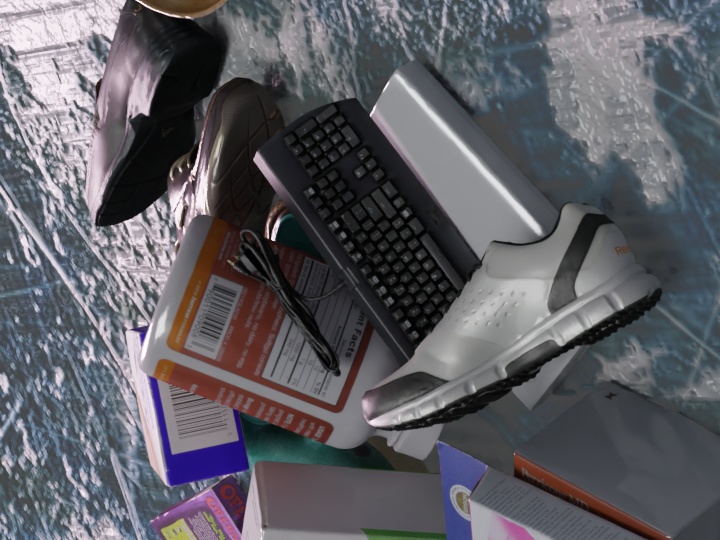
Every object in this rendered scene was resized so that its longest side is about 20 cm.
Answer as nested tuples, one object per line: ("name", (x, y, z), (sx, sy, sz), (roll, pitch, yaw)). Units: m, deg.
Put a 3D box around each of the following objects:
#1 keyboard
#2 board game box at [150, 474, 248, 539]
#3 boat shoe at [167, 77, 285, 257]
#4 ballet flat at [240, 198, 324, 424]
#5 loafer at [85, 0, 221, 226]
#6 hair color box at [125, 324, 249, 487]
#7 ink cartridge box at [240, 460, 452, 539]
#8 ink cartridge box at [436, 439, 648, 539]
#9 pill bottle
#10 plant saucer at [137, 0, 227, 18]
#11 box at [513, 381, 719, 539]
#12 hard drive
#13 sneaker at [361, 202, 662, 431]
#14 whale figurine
("keyboard", (0.000, 0.000, 1.409), (0.200, 0.127, 0.021), (53, 176, 5))
("board game box", (-0.085, 0.268, 1.826), (0.201, 0.032, 0.120), (58, 149, -1))
("boat shoe", (-0.103, -0.055, 1.570), (0.073, 0.074, 0.201), (36, 138, 27))
("ballet flat", (-0.044, 0.019, 1.563), (0.070, 0.065, 0.201), (20, 128, 0))
("loafer", (-0.158, -0.113, 1.604), (0.072, 0.073, 0.200), (51, 135, 23))
("hair color box", (-0.127, 0.091, 1.623), (0.200, 0.064, 0.110), (170, 90, -83))
("ink cartridge box", (-0.013, 0.237, 1.521), (0.084, 0.145, 0.201), (-104, 21, -60))
("ink cartridge box", (0.116, 0.224, 1.379), (0.199, 0.043, 0.197), (22, 132, 37))
("pill bottle", (-0.036, 0.049, 1.470), (0.199, 0.113, 0.112), (22, 140, -4))
("plant saucer", (-0.132, -0.266, 1.481), (0.200, 0.035, 0.201), (30, 136, 33))
("box", (0.171, 0.192, 1.408), (0.124, 0.097, 0.201), (26, 133, 36))
("hard drive", (0.072, -0.021, 1.428), (0.200, 0.027, 0.132), (48, 143, 13))
("sneaker", (0.081, 0.031, 1.351), (0.199, 0.074, 0.080), (-32, 79, 17))
("whale figurine", (-0.036, 0.159, 1.623), (0.200, 0.104, 0.160), (31, 137, 33))
